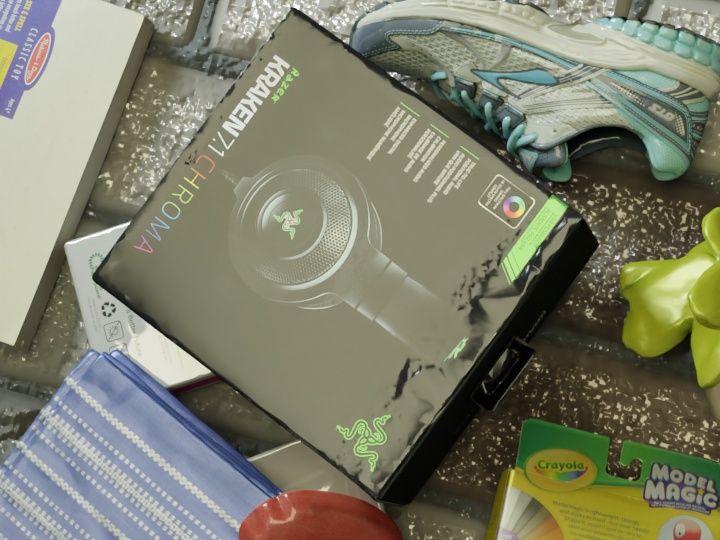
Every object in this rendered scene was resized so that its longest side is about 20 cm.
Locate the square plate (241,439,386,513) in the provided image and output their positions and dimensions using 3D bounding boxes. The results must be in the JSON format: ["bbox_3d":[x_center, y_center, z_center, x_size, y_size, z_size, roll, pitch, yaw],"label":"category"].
[{"bbox_3d":[-0.061,0.205,1.214,0.198,0.028,0.201,-20,76,8],"label":"square plate"}]

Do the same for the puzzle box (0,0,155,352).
[{"bbox_3d":[-0.210,-0.069,1.297,0.133,0.025,0.200,20,84,15],"label":"puzzle box"}]

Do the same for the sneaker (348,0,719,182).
[{"bbox_3d":[0.087,-0.094,1.216,0.199,0.078,0.087,9,85,13],"label":"sneaker"}]

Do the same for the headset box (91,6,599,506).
[{"bbox_3d":[0.000,0.000,1.173,0.200,0.093,0.174,37,90,13],"label":"headset box"}]

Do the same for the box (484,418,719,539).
[{"bbox_3d":[0.111,0.182,1.161,0.117,0.048,0.201,14,84,-2],"label":"box"}]

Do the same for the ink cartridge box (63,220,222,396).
[{"bbox_3d":[-0.054,0.002,1.247,0.199,0.037,0.095,-18,77,10],"label":"ink cartridge box"}]

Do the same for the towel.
[{"bbox_3d":[-0.143,0.158,1.215,0.145,0.024,0.200,38,92,13],"label":"towel"}]

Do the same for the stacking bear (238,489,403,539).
[{"bbox_3d":[0.002,0.221,1.095,0.122,0.114,0.200,-51,47,32],"label":"stacking bear"}]

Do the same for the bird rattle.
[{"bbox_3d":[0.234,0.024,1.166,0.199,0.113,0.164,-15,98,-17],"label":"bird rattle"}]
